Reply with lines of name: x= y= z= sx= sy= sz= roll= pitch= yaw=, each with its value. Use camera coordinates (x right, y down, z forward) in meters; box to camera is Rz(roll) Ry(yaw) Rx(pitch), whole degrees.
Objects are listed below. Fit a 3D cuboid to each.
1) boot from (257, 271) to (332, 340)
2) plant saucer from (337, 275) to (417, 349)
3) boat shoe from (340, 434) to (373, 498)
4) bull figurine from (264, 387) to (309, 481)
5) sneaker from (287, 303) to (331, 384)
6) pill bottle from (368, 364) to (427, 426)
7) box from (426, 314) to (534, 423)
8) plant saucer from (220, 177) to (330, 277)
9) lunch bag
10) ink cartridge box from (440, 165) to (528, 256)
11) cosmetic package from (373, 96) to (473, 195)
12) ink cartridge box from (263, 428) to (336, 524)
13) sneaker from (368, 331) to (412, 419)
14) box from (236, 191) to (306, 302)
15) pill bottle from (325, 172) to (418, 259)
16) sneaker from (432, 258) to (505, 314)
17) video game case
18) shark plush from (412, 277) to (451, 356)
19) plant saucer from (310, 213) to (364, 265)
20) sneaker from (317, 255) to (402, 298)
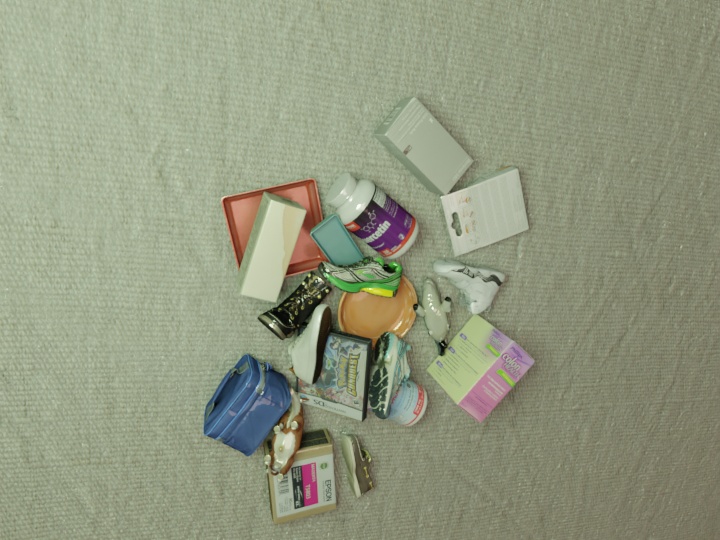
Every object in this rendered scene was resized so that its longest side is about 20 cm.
boot: x=-0.134 y=0.072 z=1.134 sx=0.073 sy=0.200 sz=0.151 roll=41 pitch=86 yaw=10
plant saucer: x=0.038 y=0.089 z=1.269 sx=0.199 sy=0.037 sz=0.201 roll=-5 pitch=108 yaw=-17
boat shoe: x=-0.005 y=0.495 z=1.372 sx=0.059 sy=0.072 sz=0.201 roll=-18 pitch=116 yaw=-19
bull figurine: x=-0.167 y=0.371 z=1.205 sx=0.065 sy=0.121 sz=0.201 roll=10 pitch=87 yaw=6
sneaker: x=-0.120 y=0.156 z=1.174 sx=0.084 sy=0.073 sz=0.201 roll=22 pitch=114 yaw=17
pill bottle: x=0.058 y=0.297 z=1.305 sx=0.200 sy=0.109 sz=0.109 roll=30 pitch=96 yaw=-25
box: x=0.292 y=0.237 z=1.327 sx=0.097 sy=0.176 sz=0.200 roll=40 pitch=92 yaw=-25
plant saucer: x=-0.177 y=-0.083 z=1.140 sx=0.199 sy=0.037 sz=0.200 roll=-14 pitch=112 yaw=-13
lunch bag: x=-0.255 y=0.287 z=1.180 sx=0.132 sy=0.136 sz=0.200 roll=34 pitch=95 yaw=-25
ink cartridge box: x=0.295 y=-0.141 z=1.283 sx=0.199 sy=0.050 sz=0.163 roll=-20 pitch=113 yaw=-3
cosmetic package: x=0.137 y=-0.266 z=1.159 sx=0.200 sy=0.090 sz=0.107 roll=38 pitch=90 yaw=-22
ink cartridge box: x=-0.148 y=0.509 z=1.324 sx=0.164 sy=0.075 sz=0.201 roll=-8 pitch=109 yaw=-15
sneaker: x=0.079 y=0.242 z=1.222 sx=0.086 sy=0.078 sz=0.201 roll=22 pitch=60 yaw=-22
box: x=-0.183 y=-0.047 z=1.080 sx=0.077 sy=0.095 sz=0.201 roll=15 pitch=104 yaw=-23
pill bottle: x=0.025 y=-0.119 z=1.154 sx=0.200 sy=0.112 sz=0.113 roll=36 pitch=94 yaw=-25
sneaker: x=0.257 y=0.042 z=1.306 sx=0.199 sy=0.075 sz=0.115 roll=10 pitch=101 yaw=-25
video game case: x=-0.065 y=0.232 z=1.226 sx=0.180 sy=0.025 sz=0.201 roll=11 pitch=109 yaw=22
shark plush: x=0.194 y=0.119 z=1.308 sx=0.091 sy=0.083 sz=0.201 roll=-24 pitch=113 yaw=8
plant saucer: x=-0.043 y=-0.045 z=1.168 sx=0.070 sy=0.019 sz=0.200 roll=-38 pitch=138 yaw=-3
sneaker: x=0.000 y=0.000 z=1.166 sx=0.199 sy=0.078 sz=0.086 roll=7 pitch=112 yaw=-28
